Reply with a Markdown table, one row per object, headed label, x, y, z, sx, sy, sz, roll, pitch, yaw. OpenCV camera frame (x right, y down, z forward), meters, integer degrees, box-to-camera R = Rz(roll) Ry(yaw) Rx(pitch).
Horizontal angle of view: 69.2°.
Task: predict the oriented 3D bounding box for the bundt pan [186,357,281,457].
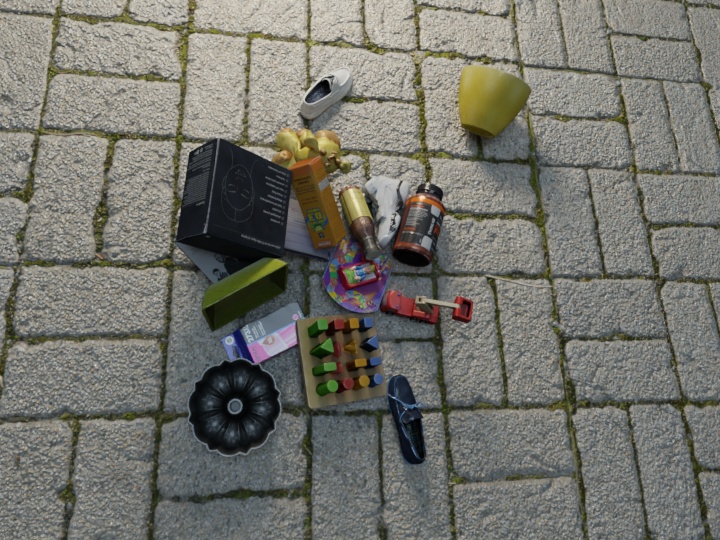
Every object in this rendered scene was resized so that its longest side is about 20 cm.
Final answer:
| label | x | y | z | sx | sy | sz | roll | pitch | yaw |
| --- | --- | --- | --- | --- | --- | --- | --- | --- | --- |
| bundt pan | -0.271 | 0.294 | 1.133 | 0.198 | 0.076 | 0.206 | 2 | 78 | -11 |

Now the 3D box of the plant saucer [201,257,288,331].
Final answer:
| label | x | y | z | sx | sy | sz | roll | pitch | yaw |
| --- | --- | --- | --- | --- | --- | --- | --- | --- | --- |
| plant saucer | -0.258 | 0.045 | 1.149 | 0.198 | 0.200 | 0.048 | -30 | 78 | -18 |

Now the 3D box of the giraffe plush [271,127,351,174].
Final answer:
| label | x | y | z | sx | sy | sz | roll | pitch | yaw |
| --- | --- | --- | --- | --- | --- | --- | --- | --- | --- |
| giraffe plush | -0.109 | -0.275 | 1.270 | 0.170 | 0.161 | 0.203 | -2 | 76 | -35 |

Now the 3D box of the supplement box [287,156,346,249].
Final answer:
| label | x | y | z | sx | sy | sz | roll | pitch | yaw |
| --- | --- | --- | --- | --- | --- | --- | --- | --- | --- |
| supplement box | -0.099 | -0.155 | 1.213 | 0.069 | 0.066 | 0.203 | -56 | 131 | -55 |

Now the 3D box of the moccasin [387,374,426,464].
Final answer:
| label | x | y | z | sx | sy | sz | roll | pitch | yaw |
| --- | --- | --- | --- | --- | --- | --- | --- | --- | --- |
| moccasin | 0.119 | 0.338 | 1.200 | 0.079 | 0.068 | 0.203 | -12 | 80 | -28 |

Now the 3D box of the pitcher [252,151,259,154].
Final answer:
| label | x | y | z | sx | sy | sz | roll | pitch | yaw |
| --- | --- | --- | --- | --- | --- | --- | --- | --- | --- |
| pitcher | -0.286 | -0.170 | 1.254 | 0.172 | 0.121 | 0.200 | 47 | 60 | 5 |

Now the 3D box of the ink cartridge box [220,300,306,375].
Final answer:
| label | x | y | z | sx | sy | sz | roll | pitch | yaw |
| --- | --- | --- | --- | --- | --- | --- | --- | --- | --- |
| ink cartridge box | -0.215 | 0.154 | 1.214 | 0.198 | 0.037 | 0.096 | -26 | 81 | -15 |

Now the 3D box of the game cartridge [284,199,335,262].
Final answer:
| label | x | y | z | sx | sy | sz | roll | pitch | yaw |
| --- | --- | --- | --- | --- | --- | --- | --- | --- | --- |
| game cartridge | -0.149 | -0.102 | 1.266 | 0.198 | 0.038 | 0.132 | 14 | 65 | -34 |

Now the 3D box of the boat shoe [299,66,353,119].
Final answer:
| label | x | y | z | sx | sy | sz | roll | pitch | yaw |
| --- | --- | --- | --- | --- | --- | --- | --- | --- | --- |
| boat shoe | -0.089 | -0.495 | 1.411 | 0.200 | 0.069 | 0.072 | -41 | 85 | -19 |

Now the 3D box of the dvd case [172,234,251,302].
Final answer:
| label | x | y | z | sx | sy | sz | roll | pitch | yaw |
| --- | --- | --- | --- | --- | --- | --- | --- | --- | --- |
| dvd case | -0.306 | -0.047 | 1.196 | 0.150 | 0.025 | 0.201 | -44 | 119 | -12 |

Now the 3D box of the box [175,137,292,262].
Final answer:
| label | x | y | z | sx | sy | sz | roll | pitch | yaw |
| --- | --- | --- | --- | --- | --- | --- | --- | --- | --- |
| box | -0.261 | -0.138 | 1.103 | 0.198 | 0.123 | 0.200 | 18 | 70 | -45 |

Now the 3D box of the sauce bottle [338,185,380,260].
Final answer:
| label | x | y | z | sx | sy | sz | roll | pitch | yaw |
| --- | --- | --- | --- | --- | --- | --- | --- | --- | --- |
| sauce bottle | 0.000 | -0.118 | 1.297 | 0.065 | 0.066 | 0.202 | -11 | 63 | -14 |

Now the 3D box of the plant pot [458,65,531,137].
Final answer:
| label | x | y | z | sx | sy | sz | roll | pitch | yaw |
| --- | --- | --- | --- | --- | --- | --- | --- | --- | --- |
| plant pot | 0.350 | -0.452 | 1.438 | 0.197 | 0.200 | 0.144 | 19 | 97 | -5 |

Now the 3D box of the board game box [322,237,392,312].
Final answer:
| label | x | y | z | sx | sy | sz | roll | pitch | yaw |
| --- | --- | --- | --- | --- | --- | --- | --- | --- | --- |
| board game box | 0.000 | 0.000 | 1.272 | 0.156 | 0.039 | 0.202 | 27 | 57 | -8 |

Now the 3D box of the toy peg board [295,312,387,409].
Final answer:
| label | x | y | z | sx | sy | sz | roll | pitch | yaw |
| --- | --- | --- | --- | --- | --- | --- | --- | --- | --- |
| toy peg board | -0.030 | 0.193 | 1.184 | 0.196 | 0.098 | 0.203 | -4 | 75 | -24 |

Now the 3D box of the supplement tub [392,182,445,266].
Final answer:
| label | x | y | z | sx | sy | sz | roll | pitch | yaw |
| --- | --- | --- | --- | --- | --- | --- | --- | --- | --- |
| supplement tub | 0.154 | -0.119 | 1.328 | 0.105 | 0.107 | 0.203 | 19 | 71 | -5 |

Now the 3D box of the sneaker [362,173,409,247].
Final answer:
| label | x | y | z | sx | sy | sz | roll | pitch | yaw |
| --- | --- | --- | --- | --- | --- | --- | --- | --- | --- |
| sneaker | 0.049 | -0.159 | 1.338 | 0.113 | 0.075 | 0.202 | 21 | 66 | -4 |

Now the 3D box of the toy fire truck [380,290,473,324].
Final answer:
| label | x | y | z | sx | sy | sz | roll | pitch | yaw |
| --- | --- | --- | --- | --- | --- | --- | --- | --- | --- |
| toy fire truck | 0.154 | 0.087 | 1.248 | 0.197 | 0.141 | 0.050 | 15 | 71 | -7 |
